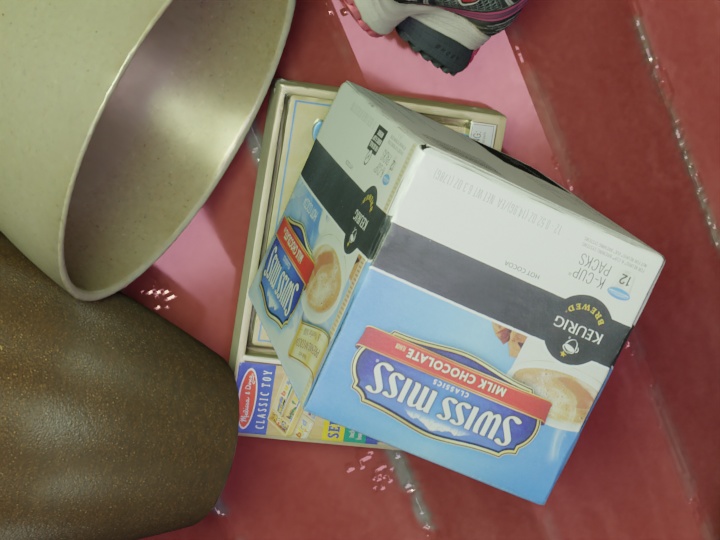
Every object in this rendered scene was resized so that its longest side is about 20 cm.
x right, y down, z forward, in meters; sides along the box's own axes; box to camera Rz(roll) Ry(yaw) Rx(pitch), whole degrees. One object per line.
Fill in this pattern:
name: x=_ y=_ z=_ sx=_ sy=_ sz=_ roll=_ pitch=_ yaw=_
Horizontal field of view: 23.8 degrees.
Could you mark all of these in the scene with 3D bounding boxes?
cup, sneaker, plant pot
cup: x=-0.142 y=-0.107 z=0.826 sx=0.143 sy=0.200 sz=0.201 roll=29 pitch=98 yaw=11
sneaker: x=0.025 y=-0.161 z=0.842 sx=0.075 sy=0.200 sz=0.081 roll=-39 pitch=71 yaw=18
plant pot: x=-0.169 y=0.070 z=0.870 sx=0.199 sy=0.187 sz=0.188 roll=13 pitch=102 yaw=-28

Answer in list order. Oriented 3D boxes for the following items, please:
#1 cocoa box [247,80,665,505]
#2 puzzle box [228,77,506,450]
cocoa box: x=0.037 y=0.004 z=0.844 sx=0.133 sy=0.200 sz=0.132 roll=23 pitch=99 yaw=-16
puzzle box: x=0.000 y=0.000 z=0.954 sx=0.132 sy=0.025 sz=0.202 roll=6 pitch=103 yaw=-13
